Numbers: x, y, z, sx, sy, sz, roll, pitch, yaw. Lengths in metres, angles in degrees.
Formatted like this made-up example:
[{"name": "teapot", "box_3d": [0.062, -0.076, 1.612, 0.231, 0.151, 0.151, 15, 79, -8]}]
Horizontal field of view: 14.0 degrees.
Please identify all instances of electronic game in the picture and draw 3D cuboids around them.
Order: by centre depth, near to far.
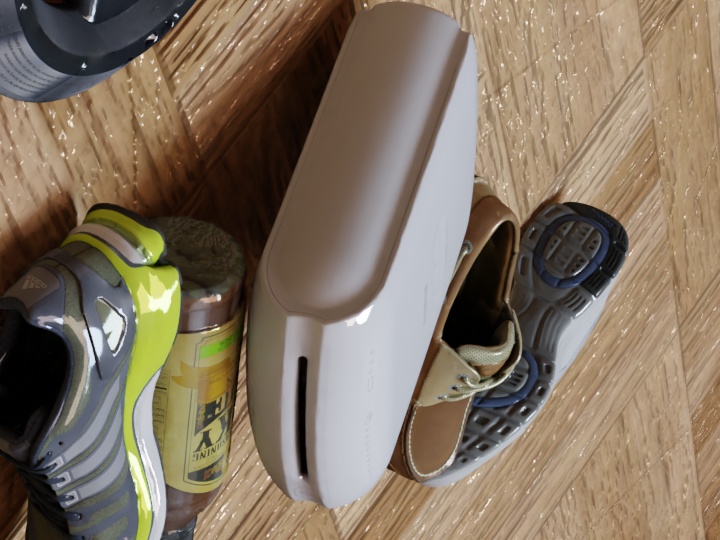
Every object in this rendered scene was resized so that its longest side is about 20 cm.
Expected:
[{"name": "electronic game", "box_3d": [-0.094, -0.157, 1.117, 0.200, 0.042, 0.200, -47, 152, -34]}]

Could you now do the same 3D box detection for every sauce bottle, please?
[{"name": "sauce bottle", "box_3d": [-0.089, 0.068, 1.344, 0.065, 0.065, 0.201, -39, 149, -41]}]

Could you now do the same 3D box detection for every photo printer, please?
[{"name": "photo printer", "box_3d": [0.000, 0.000, 1.367, 0.167, 0.069, 0.201, 90, 16, -53]}]

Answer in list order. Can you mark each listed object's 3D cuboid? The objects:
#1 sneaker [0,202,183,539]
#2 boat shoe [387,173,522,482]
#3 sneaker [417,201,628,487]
[{"name": "sneaker", "box_3d": [-0.132, 0.070, 1.266, 0.081, 0.074, 0.201, -26, 131, -43]}, {"name": "boat shoe", "box_3d": [0.044, 0.035, 1.548, 0.076, 0.074, 0.201, -31, 139, -35]}, {"name": "sneaker", "box_3d": [0.091, 0.055, 1.690, 0.200, 0.074, 0.087, -48, 159, -26]}]
